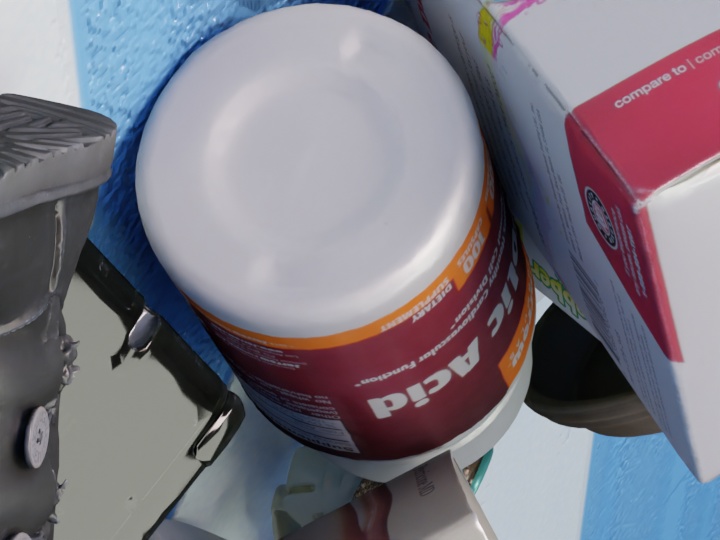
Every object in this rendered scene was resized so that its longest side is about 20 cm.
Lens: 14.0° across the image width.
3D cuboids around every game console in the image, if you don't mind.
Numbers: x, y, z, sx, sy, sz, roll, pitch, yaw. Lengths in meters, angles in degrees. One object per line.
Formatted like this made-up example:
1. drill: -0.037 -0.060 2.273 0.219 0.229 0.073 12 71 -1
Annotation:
1. game console: -0.144 0.090 0.961 0.200 0.116 0.176 -52 129 -14

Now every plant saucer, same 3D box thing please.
1. plant saucer: 0.151 0.003 1.160 0.200 0.029 0.200 -32 -164 10

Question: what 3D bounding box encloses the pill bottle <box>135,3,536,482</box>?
1. pill bottle: 0.000 0.000 1.015 0.114 0.114 0.200 -53 159 -11

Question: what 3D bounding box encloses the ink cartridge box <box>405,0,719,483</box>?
1. ink cartridge box: 0.089 -0.054 0.965 0.085 0.200 0.148 -26 139 -5

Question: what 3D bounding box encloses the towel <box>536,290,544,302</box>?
1. towel: 0.073 0.004 1.225 0.200 0.031 0.149 -39 178 -39

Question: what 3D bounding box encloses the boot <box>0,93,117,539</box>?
1. boot: -0.130 0.059 0.813 0.165 0.066 0.200 -14 118 -62

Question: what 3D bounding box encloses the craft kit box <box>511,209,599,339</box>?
1. craft kit box: 0.164 -0.034 1.070 0.197 0.200 0.049 -35 136 -16

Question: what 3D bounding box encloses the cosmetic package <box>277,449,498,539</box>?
1. cosmetic package: -0.034 0.152 1.000 0.200 0.087 0.103 -28 -171 0

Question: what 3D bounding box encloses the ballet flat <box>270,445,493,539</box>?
1. ballet flat: -0.001 0.104 1.180 0.068 0.075 0.200 -61 175 -25

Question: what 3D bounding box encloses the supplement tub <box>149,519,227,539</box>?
1. supplement tub: -0.077 0.212 1.121 0.200 0.132 0.132 -58 159 4
